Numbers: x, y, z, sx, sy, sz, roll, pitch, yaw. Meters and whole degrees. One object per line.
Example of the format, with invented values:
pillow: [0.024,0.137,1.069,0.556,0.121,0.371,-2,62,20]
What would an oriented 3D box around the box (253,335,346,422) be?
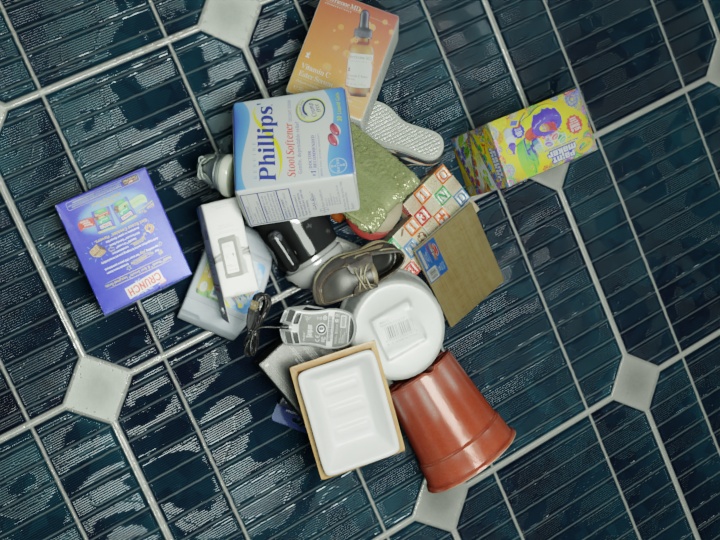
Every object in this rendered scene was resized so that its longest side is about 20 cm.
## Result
box: [-0.077,0.195,1.512,0.141,0.079,0.201,-42,100,-16]

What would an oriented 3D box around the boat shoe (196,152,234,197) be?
boat shoe: [-0.248,-0.167,1.438,0.070,0.201,0.072,10,94,-7]

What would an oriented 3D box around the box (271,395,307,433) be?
box: [-0.079,0.206,1.569,0.119,0.032,0.204,21,85,-15]

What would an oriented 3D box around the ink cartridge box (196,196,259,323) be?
ink cartridge box: [-0.227,-0.018,1.449,0.066,0.116,0.205,-13,95,-15]

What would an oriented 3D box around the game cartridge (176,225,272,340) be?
game cartridge: [-0.238,0.016,1.524,0.131,0.040,0.204,23,84,-18]

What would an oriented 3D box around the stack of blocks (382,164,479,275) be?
stack of blocks: [0.119,-0.092,1.608,0.200,0.058,0.115,-45,101,-11]

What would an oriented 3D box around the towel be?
towel: [-0.007,-0.163,1.447,0.199,0.037,0.148,38,74,24]

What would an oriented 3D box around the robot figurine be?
robot figurine: [-0.115,-0.065,1.495,0.149,0.124,0.203,-36,101,-27]

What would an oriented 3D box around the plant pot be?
plant pot: [0.156,0.272,1.562,0.199,0.201,0.198,-33,90,-13]

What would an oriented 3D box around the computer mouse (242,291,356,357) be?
computer mouse: [-0.104,0.098,1.445,0.195,0.044,0.113,5,96,-16]

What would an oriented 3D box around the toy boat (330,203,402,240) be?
toy boat: [-0.012,-0.138,1.545,0.128,0.131,0.203,2,52,-40]

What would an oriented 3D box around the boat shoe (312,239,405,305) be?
boat shoe: [0.000,0.000,1.455,0.198,0.072,0.076,-33,114,-35]

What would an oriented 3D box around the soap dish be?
soap dish: [-0.023,0.236,1.436,0.154,0.081,0.205,-17,97,-8]

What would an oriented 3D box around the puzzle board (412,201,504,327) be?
puzzle board: [0.191,-0.010,1.614,0.150,0.017,0.202,-39,123,-14]

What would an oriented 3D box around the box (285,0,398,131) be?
box: [-0.030,-0.377,1.523,0.149,0.106,0.204,20,85,4]

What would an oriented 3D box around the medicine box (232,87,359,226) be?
medicine box: [-0.107,-0.191,1.395,0.195,0.104,0.186,-8,61,2]

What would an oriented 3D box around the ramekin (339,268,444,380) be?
ramekin: [0.060,0.102,1.527,0.195,0.098,0.206,-1,97,-9]

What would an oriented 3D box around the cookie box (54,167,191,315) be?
cookie box: [-0.411,-0.050,1.454,0.168,0.075,0.204,-24,96,-14]

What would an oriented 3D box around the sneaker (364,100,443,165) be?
sneaker: [0.067,-0.254,1.591,0.197,0.079,0.079,30,83,12]

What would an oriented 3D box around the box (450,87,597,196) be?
box: [0.307,-0.240,1.591,0.196,0.192,0.125,-22,96,-14]
